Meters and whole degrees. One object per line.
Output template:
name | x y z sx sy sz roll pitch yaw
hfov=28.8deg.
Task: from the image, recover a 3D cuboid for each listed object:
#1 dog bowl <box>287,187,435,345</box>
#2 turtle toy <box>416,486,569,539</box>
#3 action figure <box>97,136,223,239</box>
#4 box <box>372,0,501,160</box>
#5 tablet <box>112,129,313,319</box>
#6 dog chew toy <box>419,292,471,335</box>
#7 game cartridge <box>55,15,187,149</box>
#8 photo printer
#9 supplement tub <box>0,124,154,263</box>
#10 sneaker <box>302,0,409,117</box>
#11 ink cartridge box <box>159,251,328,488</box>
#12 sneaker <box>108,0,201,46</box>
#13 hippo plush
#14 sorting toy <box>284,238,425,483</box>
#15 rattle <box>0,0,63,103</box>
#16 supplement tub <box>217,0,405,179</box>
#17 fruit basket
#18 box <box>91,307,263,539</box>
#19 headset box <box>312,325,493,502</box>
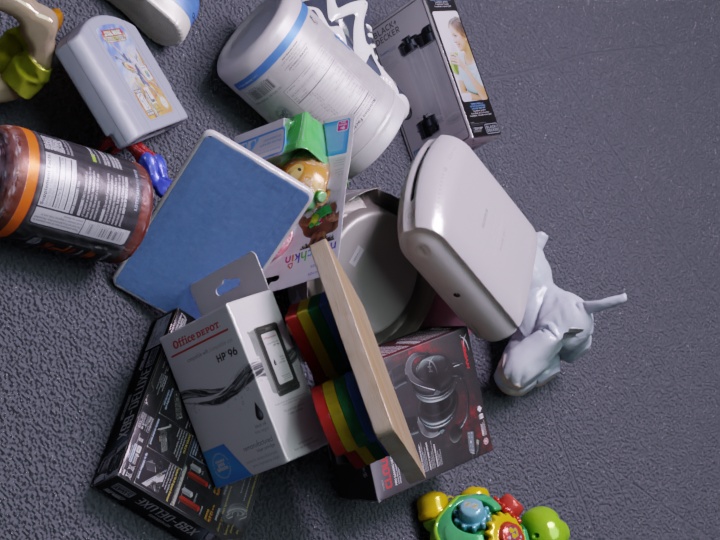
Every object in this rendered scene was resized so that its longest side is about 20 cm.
dog bowl | 0.000 0.000 1.593 0.199 0.058 0.203 -12 109 -39
turtle toy | 0.158 0.316 1.623 0.199 0.101 0.147 1 70 -44
action figure | -0.187 -0.069 1.459 0.199 0.052 0.065 40 2 7
box | 0.094 -0.245 1.816 0.060 0.116 0.202 -11 80 -43
tablet | -0.150 -0.033 1.416 0.129 0.201 0.014 30 22 -15
dog chew toy | 0.108 -0.005 1.720 0.124 0.124 0.202 19 67 -37
game cartridge | -0.246 -0.199 1.452 0.134 0.041 0.200 63 12 -7
photo printer | 0.118 -0.043 1.587 0.200 0.069 0.167 48 40 -29
supplement tub | -0.306 -0.077 1.352 0.199 0.107 0.108 16 61 -38
sneaker | -0.001 -0.286 1.766 0.198 0.079 0.130 34 58 -15
ink cartridge box | -0.122 0.097 1.368 0.068 0.115 0.202 -17 83 -48
sneaker | -0.250 -0.355 1.556 0.200 0.076 0.112 42 53 -28
hippo plush | 0.205 0.050 1.769 0.158 0.200 0.161 -32 73 -17
sorting toy | -0.014 0.103 1.377 0.199 0.069 0.202 62 7 -66
rattle | -0.396 -0.255 1.379 0.198 0.131 0.144 10 50 -12
supplement tub | -0.058 -0.215 1.641 0.200 0.131 0.133 41 48 -24
fruit basket | -0.093 -0.067 1.500 0.094 0.184 0.202 43 45 -39
box | -0.166 0.162 1.417 0.157 0.050 0.202 36 50 -27
headset box | 0.041 0.159 1.562 0.199 0.077 0.151 -17 97 -38
